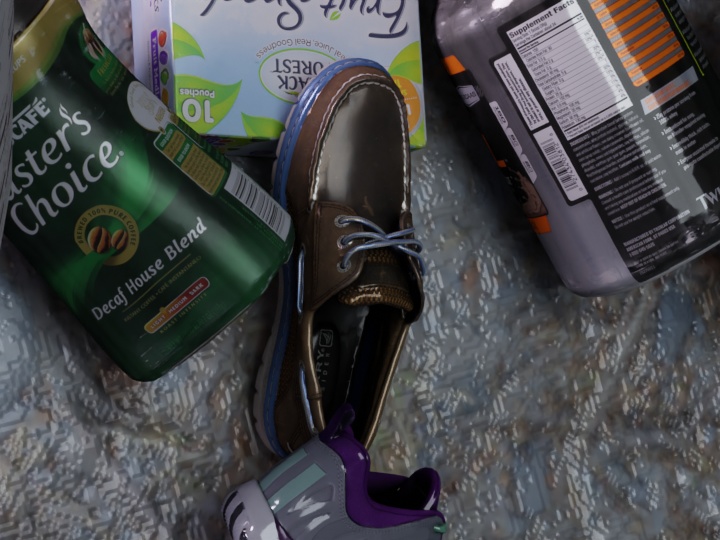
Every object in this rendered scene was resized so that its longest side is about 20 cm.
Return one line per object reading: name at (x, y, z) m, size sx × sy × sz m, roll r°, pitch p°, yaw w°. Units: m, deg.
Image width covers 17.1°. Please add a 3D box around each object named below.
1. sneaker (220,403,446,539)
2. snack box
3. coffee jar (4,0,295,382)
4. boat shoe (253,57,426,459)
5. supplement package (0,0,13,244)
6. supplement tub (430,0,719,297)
sneaker at (0.026, 0.148, 1.134) m, size 0.088 × 0.074 × 0.200 m, roll -43°, pitch 125°, yaw 4°
snack box at (-0.043, -0.158, 1.194) m, size 0.142 × 0.053 × 0.201 m, roll 2°, pitch 81°, yaw -28°
coffee jar at (-0.131, -0.051, 1.093) m, size 0.200 × 0.104 × 0.085 m, roll 45°, pitch 21°, yaw -14°
boat shoe at (0.000, 0.000, 1.146) m, size 0.072 × 0.072 × 0.201 m, roll 1°, pitch 99°, yaw -28°
supplement package at (-0.241, -0.067, 0.953) m, size 0.199 × 0.156 × 0.111 m, roll 3°, pitch 111°, yaw -6°
supplement tub at (0.116, -0.097, 1.233) m, size 0.122 × 0.122 × 0.200 m, roll -33°, pitch 98°, yaw -30°
